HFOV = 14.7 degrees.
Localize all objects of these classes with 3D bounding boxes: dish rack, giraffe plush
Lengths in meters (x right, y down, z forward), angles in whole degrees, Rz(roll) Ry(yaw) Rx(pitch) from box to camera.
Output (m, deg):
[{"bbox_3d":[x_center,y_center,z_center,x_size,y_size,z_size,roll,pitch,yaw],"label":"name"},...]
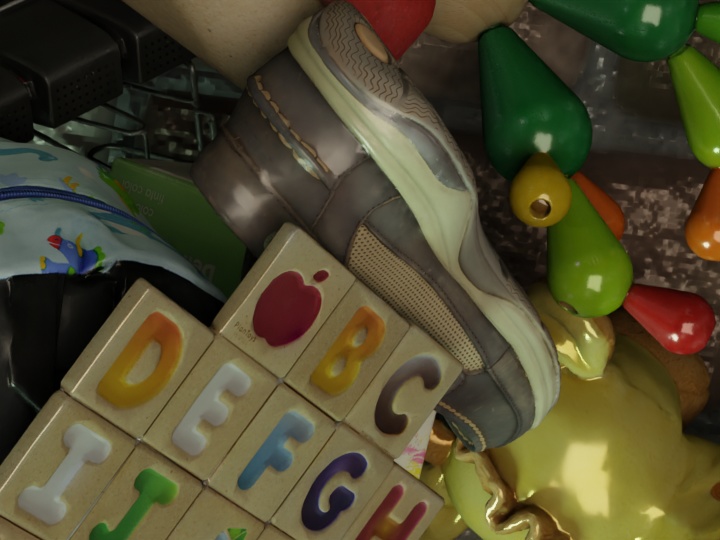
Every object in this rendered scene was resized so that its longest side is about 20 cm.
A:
[{"bbox_3d":[-0.104,0.018,0.874,0.153,0.054,0.200,-30,128,-38],"label":"dish rack"},{"bbox_3d":[0.097,0.082,0.926,0.162,0.200,0.173,40,103,9],"label":"giraffe plush"}]

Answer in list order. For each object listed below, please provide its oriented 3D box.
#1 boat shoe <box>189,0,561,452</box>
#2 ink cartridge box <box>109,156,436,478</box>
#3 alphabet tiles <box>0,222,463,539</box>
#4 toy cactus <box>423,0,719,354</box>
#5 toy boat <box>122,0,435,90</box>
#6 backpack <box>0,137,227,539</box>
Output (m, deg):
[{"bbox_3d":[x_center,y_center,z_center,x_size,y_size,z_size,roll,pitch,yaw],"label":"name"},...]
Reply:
[{"bbox_3d":[0.000,0.000,0.794,0.073,0.075,0.200,-33,145,-2],"label":"boat shoe"},{"bbox_3d":[-0.041,0.071,0.877,0.117,0.067,0.201,3,104,-53],"label":"ink cartridge box"},{"bbox_3d":[-0.053,0.087,0.732,0.200,0.006,0.166,-54,143,-3],"label":"alphabet tiles"},{"bbox_3d":[0.066,-0.084,0.868,0.165,0.102,0.201,13,87,10],"label":"toy cactus"},{"bbox_3d":[-0.033,-0.141,0.778,0.131,0.130,0.200,-45,142,-8],"label":"toy boat"},{"bbox_3d":[-0.112,0.064,0.755,0.163,0.154,0.200,3,128,-31],"label":"backpack"}]
